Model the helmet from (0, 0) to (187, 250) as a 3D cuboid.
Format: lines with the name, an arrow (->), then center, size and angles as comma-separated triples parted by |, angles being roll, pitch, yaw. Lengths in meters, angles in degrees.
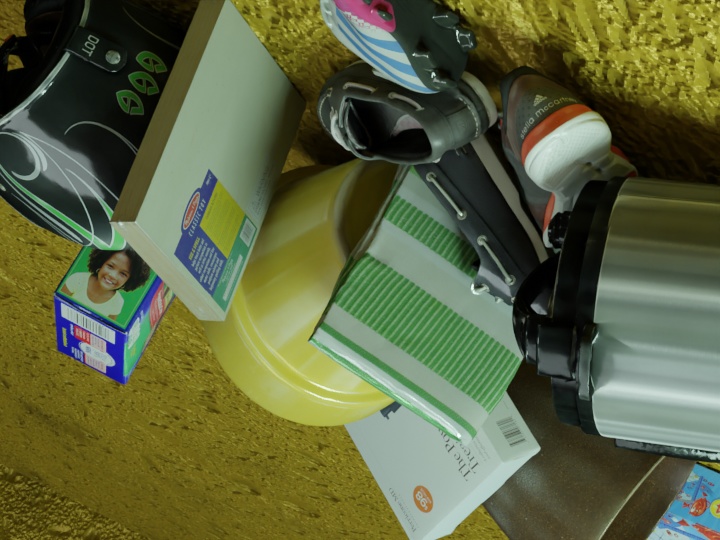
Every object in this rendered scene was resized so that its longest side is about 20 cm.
helmet -> -0.193, -0.109, 1.494 | 0.191, 0.201, 0.200 | 39, 158, -31

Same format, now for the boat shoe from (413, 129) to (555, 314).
boat shoe -> 0.103, -0.009, 1.382 | 0.201, 0.063, 0.073 | 63, -169, -3

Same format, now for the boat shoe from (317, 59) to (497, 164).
boat shoe -> 0.015, -0.108, 1.366 | 0.200, 0.057, 0.067 | 4, 127, 57

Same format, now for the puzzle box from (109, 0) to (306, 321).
puzzle box -> -0.108, -0.081, 1.421 | 0.025, 0.201, 0.133 | 2, 148, 31

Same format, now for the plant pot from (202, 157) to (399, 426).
plant pot -> 0.000, 0.000, 1.492 | 0.200, 0.201, 0.189 | 34, 150, -13

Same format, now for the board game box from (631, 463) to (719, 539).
board game box -> 0.336, 0.252, 1.830 | 0.195, 0.056, 0.200 | 22, 159, 20

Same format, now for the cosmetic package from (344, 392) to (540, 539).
cosmetic package -> 0.049, 0.112, 1.662 | 0.200, 0.052, 0.151 | 59, 139, 19

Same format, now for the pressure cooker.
pressure cooker -> 0.200, 0.026, 1.258 | 0.199, 0.179, 0.176 | 7, 160, 17

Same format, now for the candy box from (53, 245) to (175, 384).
candy box -> -0.182, -0.021, 1.665 | 0.077, 0.201, 0.169 | 27, 161, 1

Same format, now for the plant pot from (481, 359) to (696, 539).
plant pot -> 0.164, 0.157, 1.696 | 0.200, 0.187, 0.187 | 37, 164, 21

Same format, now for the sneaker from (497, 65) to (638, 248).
sneaker -> 0.133, -0.083, 1.313 | 0.082, 0.077, 0.200 | 55, 176, 22

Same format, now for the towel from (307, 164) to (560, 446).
towel -> 0.064, 0.006, 1.395 | 0.152, 0.201, 0.023 | 34, 155, -12

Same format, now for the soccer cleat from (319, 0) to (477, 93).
soccer cleat -> -0.004, -0.179, 1.231 | 0.086, 0.070, 0.200 | 12, 154, 38
